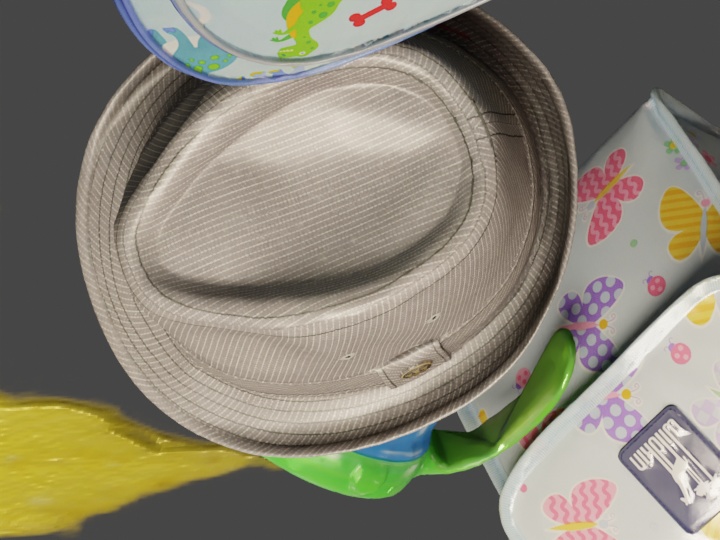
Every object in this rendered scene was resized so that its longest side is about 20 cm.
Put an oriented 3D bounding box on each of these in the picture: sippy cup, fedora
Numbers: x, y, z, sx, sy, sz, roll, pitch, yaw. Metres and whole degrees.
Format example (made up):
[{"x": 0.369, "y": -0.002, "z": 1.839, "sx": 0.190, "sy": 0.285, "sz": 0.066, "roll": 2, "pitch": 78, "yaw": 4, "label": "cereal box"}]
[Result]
[{"x": 0.000, "y": 0.000, "z": 0.942, "sx": 0.177, "sy": 0.140, "sz": 0.131, "roll": 13, "pitch": 118, "yaw": -50, "label": "sippy cup"}, {"x": -0.020, "y": -0.022, "z": 0.839, "sx": 0.199, "sy": 0.178, "sz": 0.090, "roll": -15, "pitch": 176, "yaw": 10, "label": "fedora"}]

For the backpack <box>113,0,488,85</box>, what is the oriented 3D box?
[{"x": -0.017, "y": -0.151, "z": 0.731, "sx": 0.182, "sy": 0.147, "sz": 0.200, "roll": -20, "pitch": 144, "yaw": -4, "label": "backpack"}]

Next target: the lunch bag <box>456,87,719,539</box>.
[{"x": 0.138, "y": 0.051, "z": 1.010, "sx": 0.127, "sy": 0.201, "sz": 0.170, "roll": 21, "pitch": 125, "yaw": -43, "label": "lunch bag"}]
